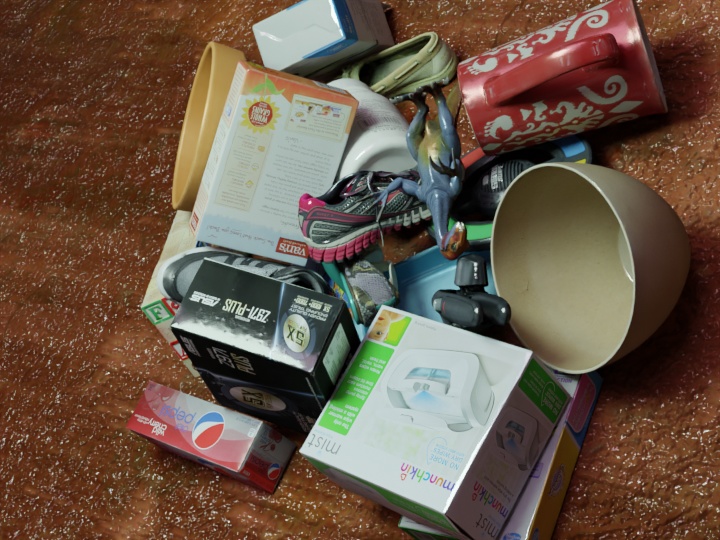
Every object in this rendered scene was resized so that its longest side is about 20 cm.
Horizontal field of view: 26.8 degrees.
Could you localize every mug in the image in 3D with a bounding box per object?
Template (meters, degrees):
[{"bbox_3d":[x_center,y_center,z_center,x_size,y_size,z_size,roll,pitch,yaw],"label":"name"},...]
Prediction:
[{"bbox_3d":[0.206,-0.213,1.600,0.199,0.178,0.134,-17,57,16],"label":"mug"}]

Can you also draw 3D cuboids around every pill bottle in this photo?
[{"bbox_3d":[0.006,-0.144,1.767,0.114,0.114,0.200,-40,35,7],"label":"pill bottle"}]

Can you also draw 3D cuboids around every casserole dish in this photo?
[{"bbox_3d":[0.084,0.033,1.642,0.199,0.039,0.122,-24,48,23],"label":"casserole dish"}]

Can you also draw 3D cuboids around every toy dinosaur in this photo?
[{"bbox_3d":[0.094,-0.107,1.586,0.105,0.199,0.183,-15,94,48],"label":"toy dinosaur"}]

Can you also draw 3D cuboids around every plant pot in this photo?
[{"bbox_3d":[0.241,-0.011,1.464,0.200,0.134,0.202,21,115,52],"label":"plant pot"},{"bbox_3d":[-0.134,-0.155,1.789,0.200,0.139,0.201,-167,90,-76],"label":"plant pot"}]

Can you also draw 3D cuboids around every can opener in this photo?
[{"bbox_3d":[0.105,0.033,1.496,0.063,0.079,0.200,-10,8,-2],"label":"can opener"}]

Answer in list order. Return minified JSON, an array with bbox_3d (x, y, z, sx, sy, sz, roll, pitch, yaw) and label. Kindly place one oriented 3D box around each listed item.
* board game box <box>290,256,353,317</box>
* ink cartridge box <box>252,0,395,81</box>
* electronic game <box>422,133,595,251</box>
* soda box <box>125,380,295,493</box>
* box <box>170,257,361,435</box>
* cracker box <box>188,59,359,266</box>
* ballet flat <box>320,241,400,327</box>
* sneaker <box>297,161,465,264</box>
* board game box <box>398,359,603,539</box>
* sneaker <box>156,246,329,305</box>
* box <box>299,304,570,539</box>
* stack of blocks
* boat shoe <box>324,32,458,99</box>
[{"bbox_3d":[-0.040,0.009,1.769,0.102,0.019,0.201,-16,52,31],"label":"board game box"},{"bbox_3d":[-0.035,-0.291,1.898,0.115,0.200,0.068,-21,85,24],"label":"ink cartridge box"},{"bbox_3d":[0.159,-0.091,1.636,0.199,0.042,0.201,-22,33,15],"label":"electronic game"},{"bbox_3d":[-0.171,0.186,1.707,0.199,0.070,0.064,13,71,42],"label":"soda box"},{"bbox_3d":[-0.085,0.089,1.565,0.163,0.200,0.086,17,66,19],"label":"box"},{"bbox_3d":[-0.098,-0.118,1.679,0.058,0.133,0.201,-129,56,-65],"label":"cracker box"},{"bbox_3d":[0.000,0.000,1.663,0.072,0.072,0.200,-42,29,5],"label":"ballet flat"},{"bbox_3d":[0.026,-0.081,1.630,0.199,0.075,0.081,-29,24,-20],"label":"sneaker"},{"bbox_3d":[0.139,0.180,1.492,0.152,0.040,0.201,5,63,40],"label":"board game box"},{"bbox_3d":[-0.119,0.018,1.659,0.114,0.199,0.076,-169,86,-72],"label":"sneaker"},{"bbox_3d":[0.072,0.151,1.468,0.199,0.097,0.177,17,70,43],"label":"box"},{"bbox_3d":[-0.185,0.015,1.806,0.058,0.115,0.201,-22,31,23],"label":"stack of blocks"},{"bbox_3d":[0.022,-0.243,1.868,0.200,0.063,0.074,-12,54,31],"label":"boat shoe"}]
